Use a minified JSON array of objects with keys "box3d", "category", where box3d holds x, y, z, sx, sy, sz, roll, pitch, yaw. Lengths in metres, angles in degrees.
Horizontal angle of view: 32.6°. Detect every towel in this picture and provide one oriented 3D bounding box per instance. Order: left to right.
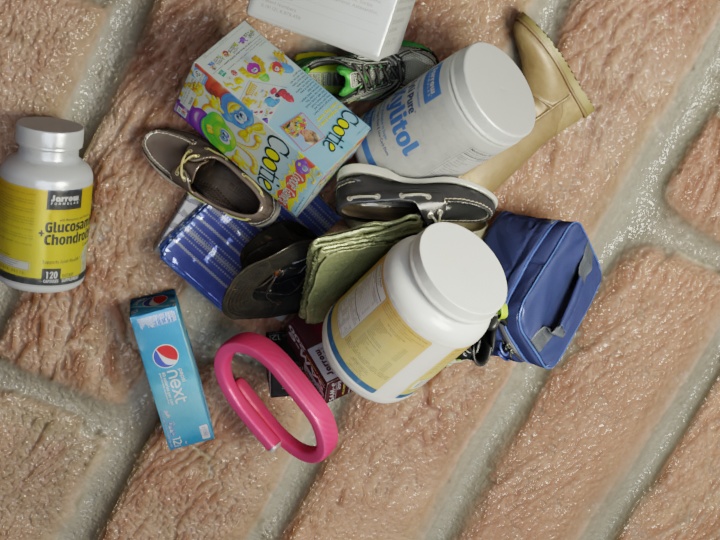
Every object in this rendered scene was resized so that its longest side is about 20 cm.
[{"box3d":[-0.143,-0.045,1.579,0.200,0.024,0.145,-44,111,7],"category":"towel"},{"box3d":[0.000,0.000,1.498,0.148,0.037,0.200,-10,151,-13],"category":"towel"}]

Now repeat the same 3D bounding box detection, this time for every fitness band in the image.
[{"box3d":[-0.112,0.170,1.604,0.200,0.144,0.037,50,52,-1],"category":"fitness band"}]

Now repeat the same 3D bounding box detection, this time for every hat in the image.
[{"box3d":[-0.092,-0.013,1.544,0.200,0.081,0.201,-21,154,-10],"category":"hat"}]

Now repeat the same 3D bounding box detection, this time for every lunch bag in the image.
[{"box3d":[0.220,0.029,1.588,0.200,0.132,0.136,-59,134,-24],"category":"lunch bag"}]

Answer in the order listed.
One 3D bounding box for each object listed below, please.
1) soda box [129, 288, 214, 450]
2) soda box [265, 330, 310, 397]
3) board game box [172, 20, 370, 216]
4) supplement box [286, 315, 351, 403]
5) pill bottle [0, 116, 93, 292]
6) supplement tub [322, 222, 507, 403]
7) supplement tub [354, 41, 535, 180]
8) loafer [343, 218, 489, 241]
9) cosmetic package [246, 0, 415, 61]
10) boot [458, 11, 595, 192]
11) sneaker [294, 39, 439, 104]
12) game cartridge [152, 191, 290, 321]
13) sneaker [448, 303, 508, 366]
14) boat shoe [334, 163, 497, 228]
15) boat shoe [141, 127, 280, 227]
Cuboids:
[{"box3d":[-0.250,0.132,1.633,0.064,0.068,0.201,-14,111,-5],"category":"soda box"},{"box3d":[-0.027,0.120,1.658,0.199,0.063,0.071,-4,131,-7],"category":"soda box"},{"box3d":[-0.108,-0.181,1.475,0.200,0.105,0.103,41,143,2],"category":"board game box"},{"box3d":[0.016,0.080,1.605,0.200,0.109,0.061,-24,153,-19],"category":"supplement box"},{"box3d":[-0.388,-0.082,1.512,0.112,0.112,0.201,5,109,-11],"category":"pill bottle"},{"box3d":[0.062,0.049,1.429,0.144,0.145,0.200,30,133,-18],"category":"supplement tub"},{"box3d":[0.099,-0.177,1.505,0.132,0.132,0.200,42,134,-20],"category":"supplement tub"},{"box3d":[0.081,-0.070,1.613,0.199,0.076,0.068,8,113,-11],"category":"loafer"},{"box3d":[-0.012,-0.367,1.424,0.166,0.167,0.200,20,106,5],"category":"cosmetic package"},{"box3d":[0.184,-0.207,1.588,0.200,0.066,0.175,-36,110,6],"category":"boot"},{"box3d":[0.004,-0.238,1.536,0.199,0.085,0.078,-10,110,-6],"category":"sneaker"},{"box3d":[-0.153,-0.034,1.611,0.200,0.038,0.130,30,98,-18],"category":"game cartridge"},{"box3d":[0.119,0.093,1.524,0.072,0.083,0.200,-12,149,-34],"category":"sneaker"},{"box3d":[0.067,-0.079,1.484,0.199,0.060,0.074,11,147,-8],"category":"boat shoe"},{"box3d":[-0.191,-0.120,1.519,0.200,0.060,0.072,33,93,11],"category":"boat shoe"}]
